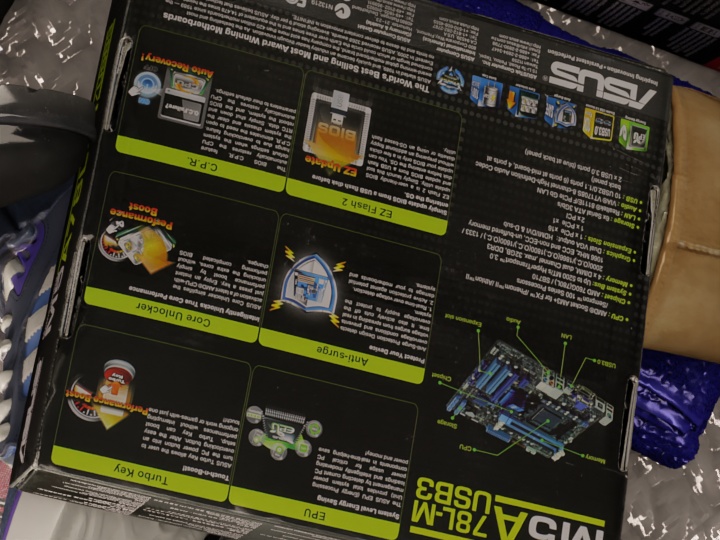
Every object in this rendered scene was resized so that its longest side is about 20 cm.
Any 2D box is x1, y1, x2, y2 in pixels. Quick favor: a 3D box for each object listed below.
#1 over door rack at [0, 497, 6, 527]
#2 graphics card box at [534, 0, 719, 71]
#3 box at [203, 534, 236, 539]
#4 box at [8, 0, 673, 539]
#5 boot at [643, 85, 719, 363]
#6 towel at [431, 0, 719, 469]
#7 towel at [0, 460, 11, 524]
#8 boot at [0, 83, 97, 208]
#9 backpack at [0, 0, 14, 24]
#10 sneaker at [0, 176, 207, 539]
[{"bbox_3d":[-0.188,0.146,0.756,0.148,0.067,0.200,13,45,-4],"label":"over door rack"},{"bbox_3d":[0.083,-0.136,0.846,0.200,0.125,0.051,19,84,-5],"label":"graphics card box"},{"bbox_3d":[0.026,0.152,0.798,0.200,0.086,0.164,35,81,-3],"label":"box"},{"bbox_3d":[0.000,0.000,0.746,0.200,0.048,0.193,14,73,-15],"label":"box"},{"bbox_3d":[0.179,0.038,0.838,0.200,0.066,0.175,15,68,-27],"label":"boot"},{"bbox_3d":[0.069,-0.026,0.869,0.200,0.050,0.148,25,81,-4],"label":"towel"},{"bbox_3d":[-0.039,0.132,0.847,0.144,0.023,0.200,-26,87,-9],"label":"towel"},{"bbox_3d":[-0.163,0.044,0.690,0.165,0.066,0.200,-1,86,-1],"label":"boot"},{"bbox_3d":[-0.169,-0.147,0.803,0.154,0.163,0.200,33,72,12],"label":"backpack"},{"bbox_3d":[-0.110,0.027,0.808,0.146,0.081,0.200,11,68,37],"label":"sneaker"}]
